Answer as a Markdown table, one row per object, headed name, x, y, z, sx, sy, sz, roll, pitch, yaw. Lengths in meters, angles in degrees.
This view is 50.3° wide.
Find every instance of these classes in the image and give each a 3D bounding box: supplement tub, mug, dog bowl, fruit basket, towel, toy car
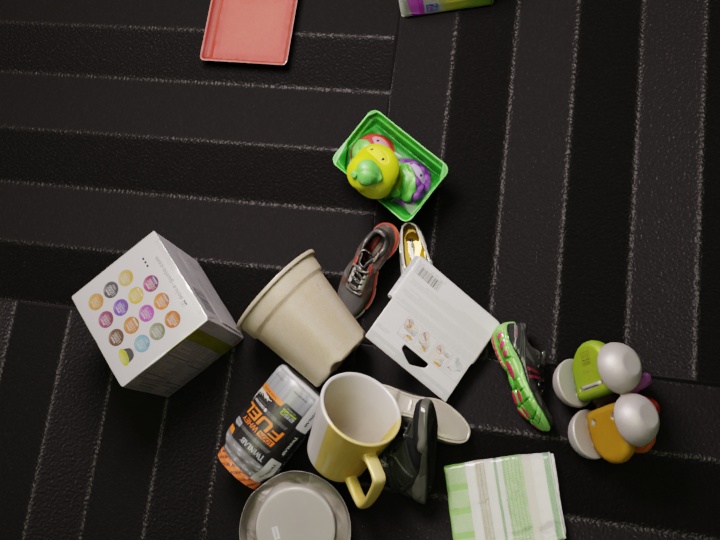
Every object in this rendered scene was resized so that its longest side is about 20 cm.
| name | x | y | z | sx | sy | sz | roll | pitch | yaw |
| --- | --- | --- | --- | --- | --- | --- | --- | --- | --- |
| supplement tub | -0.160 | 0.284 | 1.389 | 0.122 | 0.123 | 0.201 | 37 | 85 | 16 |
| mug | -0.027 | 0.296 | 1.318 | 0.146 | 0.155 | 0.188 | 22 | 37 | -5 |
| dog bowl | -0.113 | 0.451 | 1.354 | 0.194 | 0.059 | 0.206 | 0 | 87 | 1 |
| fruit basket | 0.046 | -0.194 | 1.429 | 0.214 | 0.216 | 0.156 | 40 | 85 | 16 |
| towel | 0.251 | 0.405 | 1.343 | 0.194 | 0.031 | 0.153 | -9 | 73 | 10 |
| toy car | 0.435 | 0.216 | 1.300 | 0.146 | 0.175 | 0.205 | -6 | 72 | -28 |

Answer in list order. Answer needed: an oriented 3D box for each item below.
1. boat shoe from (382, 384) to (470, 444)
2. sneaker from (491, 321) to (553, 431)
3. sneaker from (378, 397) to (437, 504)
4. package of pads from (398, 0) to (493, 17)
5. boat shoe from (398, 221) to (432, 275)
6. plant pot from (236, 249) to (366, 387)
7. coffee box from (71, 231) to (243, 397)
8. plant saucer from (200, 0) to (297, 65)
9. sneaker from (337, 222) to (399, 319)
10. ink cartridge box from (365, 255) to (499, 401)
| name | x | y | z | sx | sy | sz | roll | pitch | yaw |
| --- | --- | --- | --- | --- | --- | --- | --- | --- | --- |
| boat shoe | 0.105 | 0.261 | 1.391 | 0.196 | 0.057 | 0.068 | 21 | 68 | 9 |
| sneaker | 0.302 | 0.184 | 1.356 | 0.082 | 0.077 | 0.205 | -19 | 85 | -14 |
| sneaker | 0.076 | 0.306 | 1.333 | 0.111 | 0.076 | 0.204 | 13 | 120 | 19 |
| package of pads | 0.167 | -0.583 | 1.524 | 0.194 | 0.155 | 0.070 | -6 | 75 | 8 |
| boat shoe | 0.108 | 0.006 | 1.437 | 0.069 | 0.070 | 0.206 | -10 | 75 | 7 |
| plant pot | -0.094 | 0.100 | 1.399 | 0.200 | 0.201 | 0.184 | -45 | 84 | -3 |
| coffee box | -0.372 | 0.090 | 1.432 | 0.196 | 0.200 | 0.201 | -36 | 73 | 0 |
| plant saucer | -0.231 | -0.530 | 1.642 | 0.194 | 0.037 | 0.206 | 6 | 77 | 11 |
| sneaker | 0.000 | 0.000 | 1.435 | 0.076 | 0.082 | 0.204 | 28 | 100 | 16 |
| ink cartridge box | 0.128 | 0.105 | 1.385 | 0.199 | 0.044 | 0.175 | 39 | 85 | -10 |
